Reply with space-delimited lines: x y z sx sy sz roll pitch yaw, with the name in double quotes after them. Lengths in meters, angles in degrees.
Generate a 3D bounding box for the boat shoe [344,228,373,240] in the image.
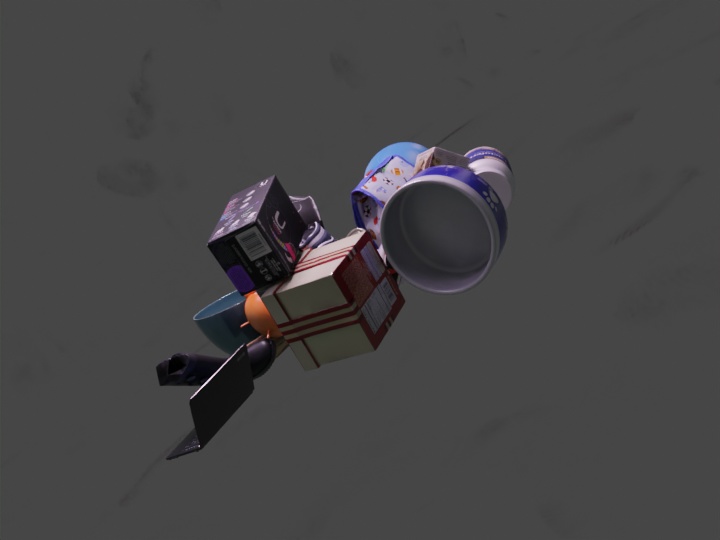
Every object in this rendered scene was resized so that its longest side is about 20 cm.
0.002 0.001 1.642 0.074 0.201 0.066 29 35 36 "boat shoe"

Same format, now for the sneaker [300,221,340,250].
-0.074 -0.049 1.822 0.070 0.108 0.200 -49 -1 5 "sneaker"

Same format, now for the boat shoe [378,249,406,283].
0.052 0.002 1.680 0.070 0.070 0.200 -64 13 -10 "boat shoe"

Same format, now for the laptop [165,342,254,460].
-0.296 0.253 1.610 0.199 0.104 0.177 -25 15 43 "laptop"

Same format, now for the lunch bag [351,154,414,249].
0.081 -0.127 1.776 0.123 0.201 0.170 -23 18 47 "lunch bag"

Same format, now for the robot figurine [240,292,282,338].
-0.167 0.056 1.773 0.200 0.144 0.117 -53 7 -27 "robot figurine"

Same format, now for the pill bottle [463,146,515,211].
0.250 -0.173 1.676 0.115 0.116 0.200 -33 13 15 "pill bottle"

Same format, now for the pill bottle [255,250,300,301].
-0.127 0.054 1.627 0.112 0.201 0.113 -26 24 13 "pill bottle"

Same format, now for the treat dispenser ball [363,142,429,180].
0.106 -0.202 1.992 0.200 0.201 0.201 -34 12 8 "treat dispenser ball"

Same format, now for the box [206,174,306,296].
-0.183 -0.066 1.522 0.105 0.123 0.200 -23 25 17 "box"

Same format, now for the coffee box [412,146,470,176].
0.137 -0.126 1.630 0.113 0.079 0.202 176 108 -77 "coffee box"

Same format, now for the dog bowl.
0.136 -0.066 1.368 0.199 0.201 0.079 -28 10 35 "dog bowl"

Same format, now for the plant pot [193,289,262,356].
-0.260 0.123 1.909 0.199 0.136 0.200 -24 10 5 "plant pot"

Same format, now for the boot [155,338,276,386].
-0.285 0.183 1.682 0.165 0.066 0.199 -42 -34 20 "boot"

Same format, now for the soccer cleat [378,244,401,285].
0.051 -0.008 1.575 0.073 0.068 0.201 -85 18 -51 "soccer cleat"

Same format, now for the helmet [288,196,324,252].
-0.182 -0.074 1.908 0.189 0.202 0.200 -18 9 -9 "helmet"

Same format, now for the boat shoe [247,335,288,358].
-0.169 0.129 1.826 0.200 0.065 0.071 -43 13 -30 "boat shoe"

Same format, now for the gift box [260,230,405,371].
-0.045 0.055 1.501 0.186 0.186 0.200 -18 16 32 "gift box"
